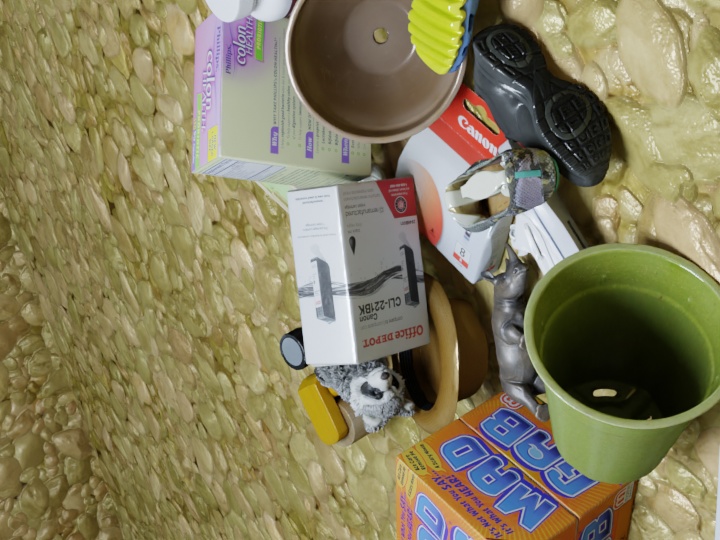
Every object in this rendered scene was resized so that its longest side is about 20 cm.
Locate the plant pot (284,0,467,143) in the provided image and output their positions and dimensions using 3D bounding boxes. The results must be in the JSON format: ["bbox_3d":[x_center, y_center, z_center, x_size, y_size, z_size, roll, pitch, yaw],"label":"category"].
[{"bbox_3d":[0.019,-0.250,1.240,0.093,0.197,0.204,-81,-20,-67],"label":"plant pot"}]

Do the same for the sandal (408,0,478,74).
[{"bbox_3d":[0.103,-0.286,1.118,0.080,0.086,0.202,45,144,29],"label":"sandal"}]

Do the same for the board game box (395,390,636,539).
[{"bbox_3d":[0.178,0.301,1.330,0.199,0.198,0.202,36,141,40],"label":"board game box"}]

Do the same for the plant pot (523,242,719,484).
[{"bbox_3d":[0.255,0.110,1.102,0.200,0.199,0.191,46,159,30],"label":"plant pot"}]

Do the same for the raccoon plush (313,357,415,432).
[{"bbox_3d":[0.009,0.151,1.448,0.135,0.096,0.200,59,172,15],"label":"raccoon plush"}]

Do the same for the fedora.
[{"bbox_3d":[0.104,0.100,1.399,0.200,0.081,0.204,174,90,-66],"label":"fedora"}]

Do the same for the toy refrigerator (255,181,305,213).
[{"bbox_3d":[-0.070,-0.106,1.478,0.200,0.070,0.076,43,156,-19],"label":"toy refrigerator"}]

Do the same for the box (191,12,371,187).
[{"bbox_3d":[-0.093,-0.199,1.340,0.096,0.197,0.179,-14,74,60],"label":"box"}]

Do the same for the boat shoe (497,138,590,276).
[{"bbox_3d":[0.187,-0.038,1.168,0.065,0.073,0.202,-33,80,24],"label":"boat shoe"}]

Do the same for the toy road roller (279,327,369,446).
[{"bbox_3d":[-0.012,0.138,1.608,0.145,0.122,0.203,-24,90,50],"label":"toy road roller"}]

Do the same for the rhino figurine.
[{"bbox_3d":[0.182,0.066,1.287,0.087,0.059,0.203,21,126,65],"label":"rhino figurine"}]

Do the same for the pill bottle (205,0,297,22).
[{"bbox_3d":[-0.077,-0.346,1.259,0.113,0.198,0.114,38,142,38],"label":"pill bottle"}]

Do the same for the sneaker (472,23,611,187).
[{"bbox_3d":[0.180,-0.155,1.128,0.201,0.075,0.091,58,161,27],"label":"sneaker"}]

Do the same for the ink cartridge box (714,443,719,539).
[{"bbox_3d":[0.425,0.277,1.064,0.199,0.043,0.199,30,135,48],"label":"ink cartridge box"}]

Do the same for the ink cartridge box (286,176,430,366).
[{"bbox_3d":[0.000,0.000,1.303,0.083,0.143,0.204,-2,96,40],"label":"ink cartridge box"}]

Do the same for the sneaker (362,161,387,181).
[{"bbox_3d":[0.023,-0.034,1.428,0.084,0.074,0.204,23,-117,-78],"label":"sneaker"}]

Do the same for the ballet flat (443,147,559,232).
[{"bbox_3d":[0.123,-0.080,1.136,0.073,0.071,0.200,65,157,-1],"label":"ballet flat"}]

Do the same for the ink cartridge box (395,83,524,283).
[{"bbox_3d":[0.110,-0.107,1.287,0.162,0.050,0.202,46,149,30],"label":"ink cartridge box"}]
